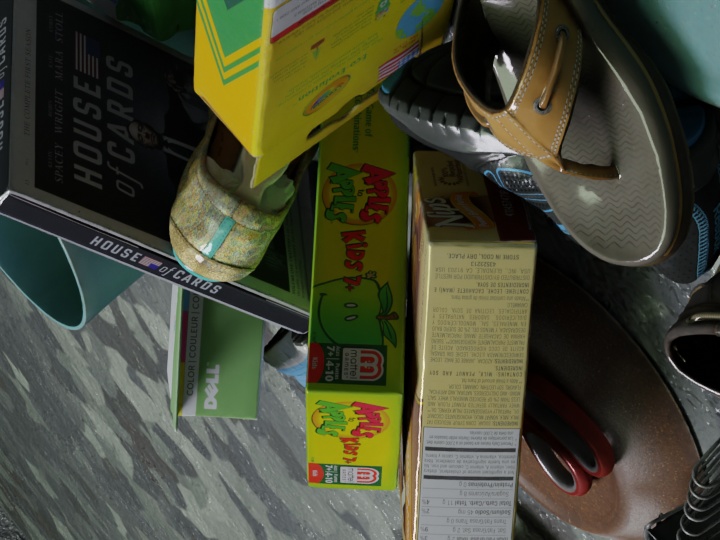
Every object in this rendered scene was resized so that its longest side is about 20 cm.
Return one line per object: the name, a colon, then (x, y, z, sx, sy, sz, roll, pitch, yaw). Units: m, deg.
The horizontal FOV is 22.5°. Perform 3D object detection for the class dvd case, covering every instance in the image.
dvd case: (-0.107, -0.061, 0.972, 0.025, 0.199, 0.151, -36, 45, 35)

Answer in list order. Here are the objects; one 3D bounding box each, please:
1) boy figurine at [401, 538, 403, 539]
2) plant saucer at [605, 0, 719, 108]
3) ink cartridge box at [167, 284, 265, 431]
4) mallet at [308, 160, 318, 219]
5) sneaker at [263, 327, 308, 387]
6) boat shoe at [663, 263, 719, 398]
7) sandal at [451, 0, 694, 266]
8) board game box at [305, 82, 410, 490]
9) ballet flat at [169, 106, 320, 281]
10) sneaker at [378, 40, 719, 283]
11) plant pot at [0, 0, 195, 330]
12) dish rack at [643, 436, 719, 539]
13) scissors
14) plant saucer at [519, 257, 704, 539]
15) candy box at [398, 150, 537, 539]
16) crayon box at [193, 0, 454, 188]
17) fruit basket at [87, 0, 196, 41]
boy figurine: (0.098, 0.212, 1.186, 0.200, 0.064, 0.125, 8, 130, 60)
plant saucer: (0.124, -0.131, 0.664, 0.200, 0.036, 0.200, 44, 155, 26)
ink cartridge box: (-0.093, 0.036, 1.181, 0.200, 0.059, 0.104, -132, 47, -80)
mallet: (-0.046, -0.023, 1.181, 0.066, 0.041, 0.200, 56, 163, -3)
sneaker: (0.005, 0.049, 1.153, 0.090, 0.078, 0.200, 41, 166, -6)
boat shoe: (0.203, 0.052, 0.719, 0.200, 0.073, 0.075, 24, 144, 52)
sandal: (0.066, -0.089, 0.701, 0.082, 0.054, 0.201, 2, 118, 52)
board game box: (0.000, 0.000, 0.932, 0.102, 0.047, 0.201, 92, 180, -57)
ballet flat: (-0.050, -0.077, 0.964, 0.070, 0.201, 0.071, 7, 133, 8)
sneaker: (0.081, -0.051, 0.819, 0.200, 0.073, 0.082, 29, 147, 49)
plant pot: (-0.174, -0.089, 1.171, 0.201, 0.161, 0.201, 43, 155, 25)
dish rack: (0.207, 0.136, 0.837, 0.153, 0.054, 0.200, 45, 166, 22)
scissors: (0.064, 0.046, 0.987, 0.200, 0.014, 0.073, 47, 158, 22)
plant saucer: (0.107, 0.078, 1.009, 0.200, 0.037, 0.201, 43, 155, 25)
candy box: (0.050, 0.054, 0.900, 0.116, 0.055, 0.201, -92, 3, -65)
crayon box: (-0.012, -0.132, 0.820, 0.051, 0.127, 0.200, 47, 157, 17)
fruit basket: (-0.129, -0.231, 0.965, 0.185, 0.094, 0.201, 37, 149, 38)
